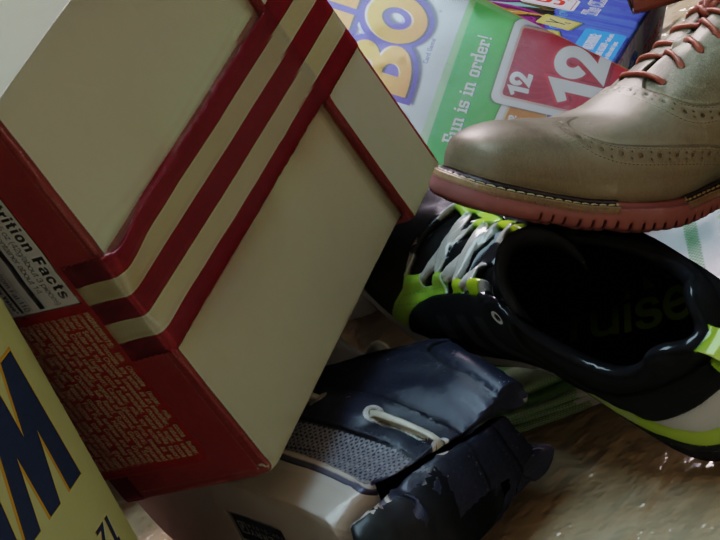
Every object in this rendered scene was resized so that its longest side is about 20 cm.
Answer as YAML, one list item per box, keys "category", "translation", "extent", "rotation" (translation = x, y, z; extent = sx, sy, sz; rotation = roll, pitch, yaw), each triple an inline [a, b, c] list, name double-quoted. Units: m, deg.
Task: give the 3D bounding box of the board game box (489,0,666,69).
- category: "board game box"
  translation: [0.028, -0.111, 1.065]
  extent: [0.198, 0.041, 0.200]
  rotation: [11, 21, 10]

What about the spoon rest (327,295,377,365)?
- category: "spoon rest"
  translation: [0.000, 0.000, 0.971]
  extent: [0.100, 0.060, 0.200]
  rotation: [-58, 12, 25]

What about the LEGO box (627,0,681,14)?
- category: "LEGO box"
  translation: [0.206, -0.188, 1.084]
  extent: [0.148, 0.078, 0.200]
  rotation: [-15, 9, 26]

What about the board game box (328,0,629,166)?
- category: "board game box"
  translation: [0.014, -0.073, 0.942]
  extent: [0.199, 0.030, 0.096]
  rotation: [27, 70, 20]

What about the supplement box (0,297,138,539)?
- category: "supplement box"
  translation: [-0.207, 0.075, 0.740]
  extent: [0.199, 0.200, 0.134]
  rotation: [-11, 27, 32]

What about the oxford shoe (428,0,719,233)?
- category: "oxford shoe"
  translation: [0.106, -0.059, 0.814]
  extent: [0.199, 0.075, 0.070]
  rotation: [-12, 22, -36]

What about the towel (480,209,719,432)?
- category: "towel"
  translation: [0.136, -0.005, 0.906]
  extent: [0.199, 0.031, 0.149]
  rotation: [-23, 20, 14]

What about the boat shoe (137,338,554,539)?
- category: "boat shoe"
  translation: [-0.016, 0.063, 0.860]
  extent: [0.093, 0.075, 0.200]
  rotation: [-38, 32, -24]

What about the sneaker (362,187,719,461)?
- category: "sneaker"
  translation: [0.064, -0.002, 0.822]
  extent: [0.199, 0.083, 0.072]
  rotation: [22, 77, 39]

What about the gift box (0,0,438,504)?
- category: "gift box"
  translation: [-0.111, -0.039, 0.838]
  extent: [0.199, 0.185, 0.187]
  rotation: [-9, 37, 35]
